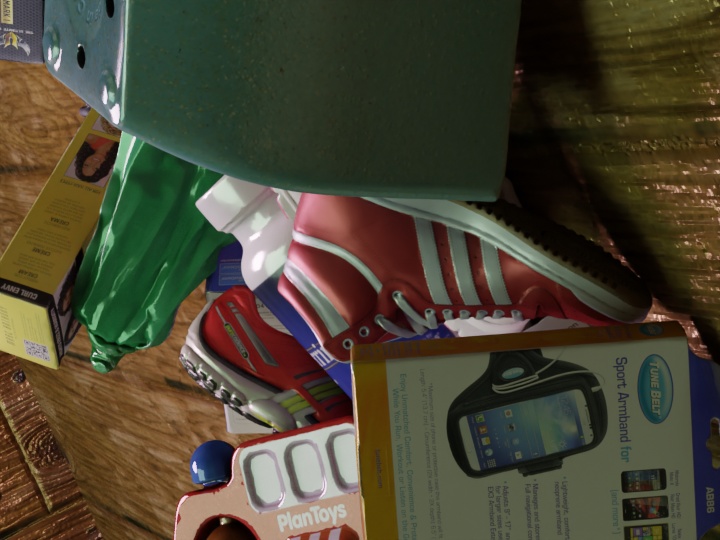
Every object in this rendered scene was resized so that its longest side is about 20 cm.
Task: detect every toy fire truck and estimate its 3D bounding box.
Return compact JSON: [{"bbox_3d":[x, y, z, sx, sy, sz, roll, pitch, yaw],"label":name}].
[{"bbox_3d":[-0.044,0.181,1.585,0.200,0.112,0.169,-15,86,42],"label":"toy fire truck"}]

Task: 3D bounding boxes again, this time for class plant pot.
[{"bbox_3d":[-0.050,-0.147,1.302,0.196,0.199,0.197,37,128,55],"label":"plant pot"}]

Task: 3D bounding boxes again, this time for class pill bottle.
[{"bbox_3d":[0.000,0.000,1.562,0.200,0.116,0.116,48,164,-2],"label":"pill bottle"}]

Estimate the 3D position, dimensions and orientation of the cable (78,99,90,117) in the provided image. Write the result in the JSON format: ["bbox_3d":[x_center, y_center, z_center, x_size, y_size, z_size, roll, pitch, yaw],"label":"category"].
[{"bbox_3d":[-0.125,-0.085,1.882,0.200,0.163,0.051,44,112,34],"label":"cable"}]

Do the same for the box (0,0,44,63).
[{"bbox_3d":[-0.233,-0.270,1.842,0.200,0.051,0.158,-83,0,-49],"label":"box"}]

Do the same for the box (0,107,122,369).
[{"bbox_3d":[-0.182,-0.036,1.714,0.050,0.200,0.075,17,145,14],"label":"box"}]

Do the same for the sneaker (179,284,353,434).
[{"bbox_3d":[-0.016,0.077,1.622,0.200,0.085,0.077,33,173,1],"label":"sneaker"}]

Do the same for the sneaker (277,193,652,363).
[{"bbox_3d":[0.051,0.015,1.390,0.199,0.113,0.071,25,-168,11],"label":"sneaker"}]

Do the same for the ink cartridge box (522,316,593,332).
[{"bbox_3d":[0.104,0.146,1.483,0.083,0.146,0.201,39,152,43],"label":"ink cartridge box"}]

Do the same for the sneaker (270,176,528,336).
[{"bbox_3d":[0.038,-0.038,1.461,0.200,0.082,0.088,31,148,-19],"label":"sneaker"}]

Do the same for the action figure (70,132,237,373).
[{"bbox_3d":[-0.131,-0.020,1.648,0.118,0.201,0.055,26,-160,-4],"label":"action figure"}]

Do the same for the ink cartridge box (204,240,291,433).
[{"bbox_3d":[-0.029,0.025,1.720,0.200,0.136,0.077,85,-175,-54],"label":"ink cartridge box"}]

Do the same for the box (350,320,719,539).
[{"bbox_3d":[0.097,0.093,1.348,0.041,0.199,0.120,-103,9,-77],"label":"box"}]
